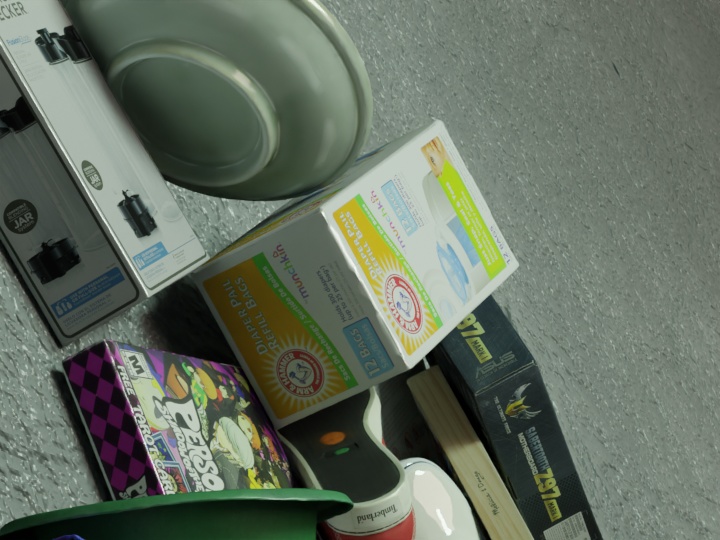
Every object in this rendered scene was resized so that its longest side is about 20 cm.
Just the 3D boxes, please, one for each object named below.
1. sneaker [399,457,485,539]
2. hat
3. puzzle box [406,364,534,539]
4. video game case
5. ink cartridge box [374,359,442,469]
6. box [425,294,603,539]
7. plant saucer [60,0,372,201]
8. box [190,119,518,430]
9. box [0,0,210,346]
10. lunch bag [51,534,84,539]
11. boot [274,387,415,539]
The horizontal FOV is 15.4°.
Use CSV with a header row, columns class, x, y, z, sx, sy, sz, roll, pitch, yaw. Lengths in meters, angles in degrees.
class,x,y,z,sx,sy,sz,roll,pitch,yaw
sneaker,0.072,0.207,1.642,0.073,0.071,0.200,-22,89,-32
hat,-0.070,0.202,1.265,0.200,0.166,0.177,0,77,-28
puzzle box,0.092,0.171,1.725,0.200,0.025,0.133,62,-3,38
video game case,-0.077,0.140,1.474,0.181,0.036,0.200,19,45,-65
ink cartridge box,0.004,0.081,1.780,0.160,0.047,0.200,-42,119,-71
box,0.090,0.086,1.786,0.158,0.051,0.200,57,-8,46
plant saucer,-0.094,-0.103,1.552,0.200,0.200,0.050,50,45,-27
box,0.000,0.000,1.616,0.113,0.101,0.200,62,28,-5
box,-0.174,-0.068,1.487,0.200,0.060,0.117,60,19,-1
lunch bag,-0.101,0.235,1.151,0.170,0.124,0.200,48,30,-30
boot,-0.005,0.154,1.614,0.200,0.072,0.145,-117,-166,-62
